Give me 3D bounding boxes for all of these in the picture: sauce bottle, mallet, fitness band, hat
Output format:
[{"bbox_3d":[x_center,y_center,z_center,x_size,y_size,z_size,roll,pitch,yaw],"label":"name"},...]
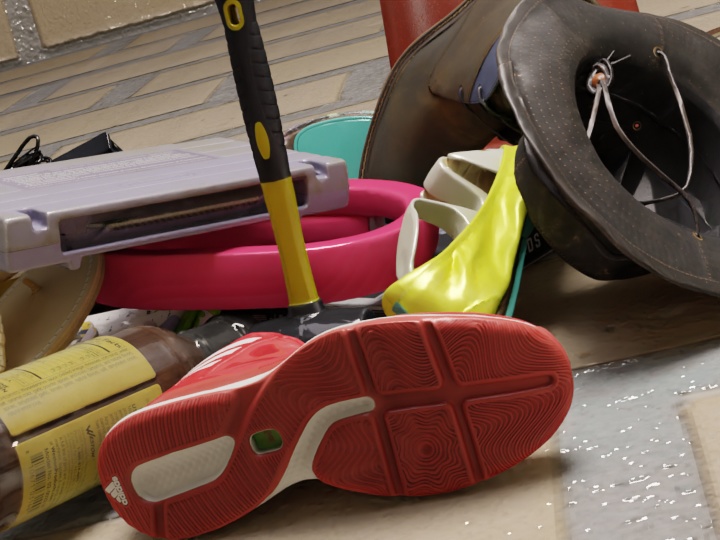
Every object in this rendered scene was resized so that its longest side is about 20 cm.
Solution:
[{"bbox_3d":[-0.116,0.063,0.714,0.064,0.066,0.199,-3,10,38],"label":"sauce bottle"},{"bbox_3d":[-0.047,-0.033,0.736,0.065,0.202,0.041,-17,7,18],"label":"mallet"},{"bbox_3d":[-0.055,-0.013,0.837,0.197,0.038,0.144,-3,17,17],"label":"fitness band"},{"bbox_3d":[0.134,-0.041,0.748,0.200,0.201,0.081,-33,-15,-48],"label":"hat"}]

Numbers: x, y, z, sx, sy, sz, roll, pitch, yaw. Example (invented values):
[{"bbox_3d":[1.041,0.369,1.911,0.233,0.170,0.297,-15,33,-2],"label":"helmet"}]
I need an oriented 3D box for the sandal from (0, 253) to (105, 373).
[{"bbox_3d":[-0.199,0.038,0.729,0.077,0.070,0.213,-2,45,41],"label":"sandal"}]

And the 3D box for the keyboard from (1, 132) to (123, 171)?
[{"bbox_3d":[-0.236,-0.026,1.060,0.198,0.104,0.040,-26,45,20],"label":"keyboard"}]

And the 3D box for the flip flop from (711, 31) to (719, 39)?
[{"bbox_3d":[0.262,-0.105,0.928,0.197,0.082,0.058,-14,29,-13],"label":"flip flop"}]

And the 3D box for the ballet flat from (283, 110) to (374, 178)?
[{"bbox_3d":[-0.046,-0.064,1.112,0.197,0.070,0.071,-16,-11,0],"label":"ballet flat"}]

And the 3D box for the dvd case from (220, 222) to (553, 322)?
[{"bbox_3d":[0.000,0.000,0.897,0.198,0.025,0.150,1,23,44],"label":"dvd case"}]

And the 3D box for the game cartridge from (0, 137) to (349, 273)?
[{"bbox_3d":[-0.121,-0.036,0.802,0.198,0.039,0.129,-13,13,-36],"label":"game cartridge"}]

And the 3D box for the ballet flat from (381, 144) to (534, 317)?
[{"bbox_3d":[0.057,-0.023,0.773,0.066,0.067,0.201,28,36,0],"label":"ballet flat"}]

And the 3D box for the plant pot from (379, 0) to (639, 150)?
[{"bbox_3d":[0.097,-0.149,0.992,0.198,0.198,0.201,-14,15,4],"label":"plant pot"}]

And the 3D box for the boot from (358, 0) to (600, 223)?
[{"bbox_3d":[0.062,-0.096,0.860,0.201,0.074,0.097,-56,18,19],"label":"boot"}]

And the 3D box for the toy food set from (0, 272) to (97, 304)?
[{"bbox_3d":[-0.159,-0.006,0.995,0.196,0.049,0.199,-14,3,32],"label":"toy food set"}]

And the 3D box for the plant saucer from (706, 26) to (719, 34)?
[{"bbox_3d":[0.304,-0.158,1.123,0.198,0.037,0.201,-14,15,4],"label":"plant saucer"}]

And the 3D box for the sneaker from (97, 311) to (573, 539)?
[{"bbox_3d":[-0.007,0.044,0.656,0.197,0.079,0.116,-11,17,13],"label":"sneaker"}]

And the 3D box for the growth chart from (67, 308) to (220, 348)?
[{"bbox_3d":[-0.168,0.054,0.850,0.197,0.018,0.145,-13,27,13],"label":"growth chart"}]
